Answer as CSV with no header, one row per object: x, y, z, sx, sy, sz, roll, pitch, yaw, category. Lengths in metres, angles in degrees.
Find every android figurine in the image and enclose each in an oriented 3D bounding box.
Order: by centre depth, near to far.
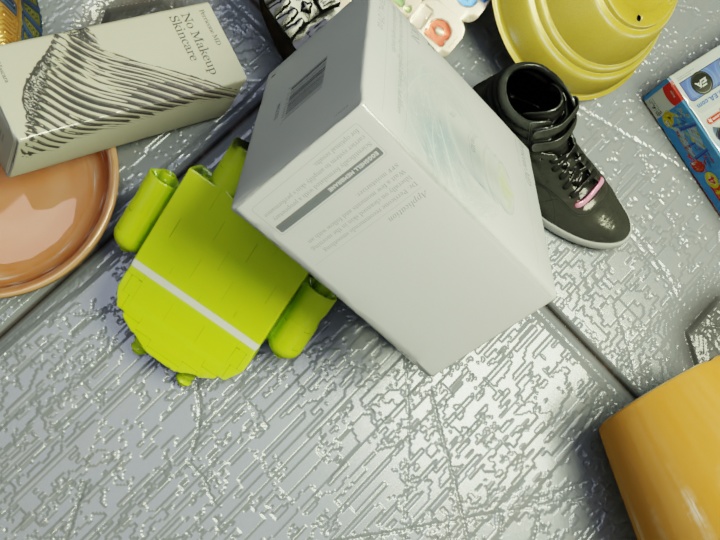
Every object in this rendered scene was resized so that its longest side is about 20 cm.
-0.113,0.002,0.723,0.181,0.041,0.201,33,105,-1,android figurine

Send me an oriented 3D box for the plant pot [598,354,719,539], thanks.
0.291,0.176,0.725,0.199,0.200,0.184,-25,69,-12,plant pot

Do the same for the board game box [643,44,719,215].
0.404,-0.138,0.856,0.199,0.056,0.197,-31,86,-13,board game box

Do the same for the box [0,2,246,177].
-0.199,-0.147,0.724,0.199,0.068,0.083,-26,84,-33,box

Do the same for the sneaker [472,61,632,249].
0.173,-0.099,0.791,0.200,0.099,0.071,45,75,-1,sneaker

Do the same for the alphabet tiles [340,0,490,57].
0.035,-0.294,0.804,0.195,0.015,0.200,38,94,-4,alphabet tiles

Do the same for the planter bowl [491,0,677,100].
0.218,-0.254,0.796,0.199,0.083,0.202,-3,98,-27,planter bowl

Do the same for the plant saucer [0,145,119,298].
-0.299,-0.074,0.744,0.198,0.037,0.202,2,79,-9,plant saucer

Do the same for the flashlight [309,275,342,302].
0.000,0.000,0.763,0.199,0.068,0.068,32,77,-1,flashlight

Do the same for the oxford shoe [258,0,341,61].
-0.026,-0.176,0.788,0.072,0.084,0.201,-28,106,-9,oxford shoe

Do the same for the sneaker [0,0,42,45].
-0.323,-0.241,0.751,0.088,0.075,0.201,-17,66,0,sneaker

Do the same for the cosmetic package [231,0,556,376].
0.031,-0.070,0.671,0.123,0.200,0.200,-34,119,26,cosmetic package
